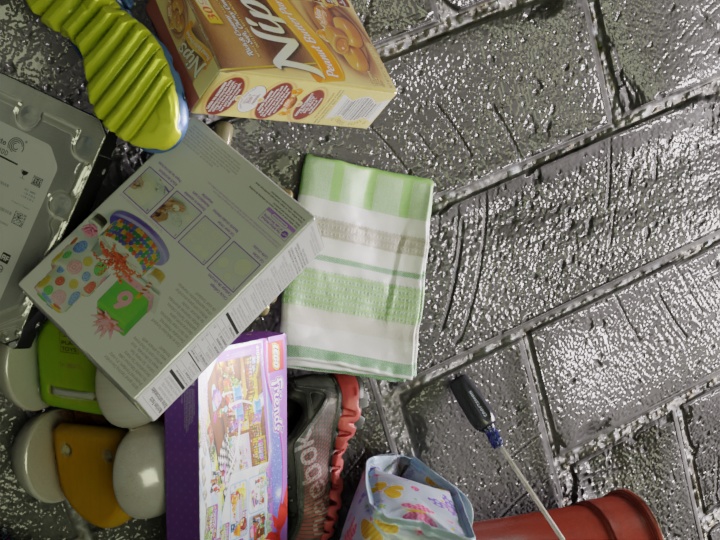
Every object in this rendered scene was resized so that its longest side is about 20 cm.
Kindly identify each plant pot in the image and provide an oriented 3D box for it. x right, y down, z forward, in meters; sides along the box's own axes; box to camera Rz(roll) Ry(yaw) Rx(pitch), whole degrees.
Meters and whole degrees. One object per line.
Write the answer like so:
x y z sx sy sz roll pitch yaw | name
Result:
0.194 0.335 1.355 0.193 0.201 0.203 0 102 -15 | plant pot

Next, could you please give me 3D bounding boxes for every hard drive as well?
-0.298 -0.054 1.077 0.139 0.038 0.202 25 91 11 | hard drive

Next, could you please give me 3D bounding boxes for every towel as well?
0.000 0.000 1.244 0.148 0.031 0.203 10 85 -27 | towel

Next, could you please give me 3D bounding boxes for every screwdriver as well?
0.149 0.193 1.317 0.029 0.201 0.028 -8 151 -45 | screwdriver

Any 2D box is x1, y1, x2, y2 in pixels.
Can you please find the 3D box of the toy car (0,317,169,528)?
-0.214 0.115 1.144 0.150 0.173 0.202 -31 119 -53 | toy car

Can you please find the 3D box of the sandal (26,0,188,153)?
-0.195 -0.179 1.071 0.079 0.201 0.087 -36 160 13 | sandal

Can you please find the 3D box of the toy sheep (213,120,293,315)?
-0.132 -0.034 1.148 0.137 0.138 0.202 16 71 -26 | toy sheep

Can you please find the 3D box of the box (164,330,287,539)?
-0.113 0.159 1.114 0.136 0.039 0.203 -7 98 -61 | box

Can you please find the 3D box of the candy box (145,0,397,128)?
-0.073 -0.187 1.111 0.199 0.116 0.055 0 145 -44 | candy box

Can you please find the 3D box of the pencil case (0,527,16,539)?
-0.274 0.329 1.167 0.200 0.092 0.085 44 56 -7 | pencil case

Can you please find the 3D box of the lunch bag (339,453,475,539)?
0.034 0.284 1.255 0.126 0.200 0.172 17 97 -7 | lunch bag

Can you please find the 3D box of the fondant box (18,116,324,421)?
-0.149 -0.004 1.037 0.200 0.144 0.058 -45 158 -14 | fondant box

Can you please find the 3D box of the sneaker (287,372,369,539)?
-0.058 0.191 1.264 0.097 0.071 0.203 8 97 -26 | sneaker
